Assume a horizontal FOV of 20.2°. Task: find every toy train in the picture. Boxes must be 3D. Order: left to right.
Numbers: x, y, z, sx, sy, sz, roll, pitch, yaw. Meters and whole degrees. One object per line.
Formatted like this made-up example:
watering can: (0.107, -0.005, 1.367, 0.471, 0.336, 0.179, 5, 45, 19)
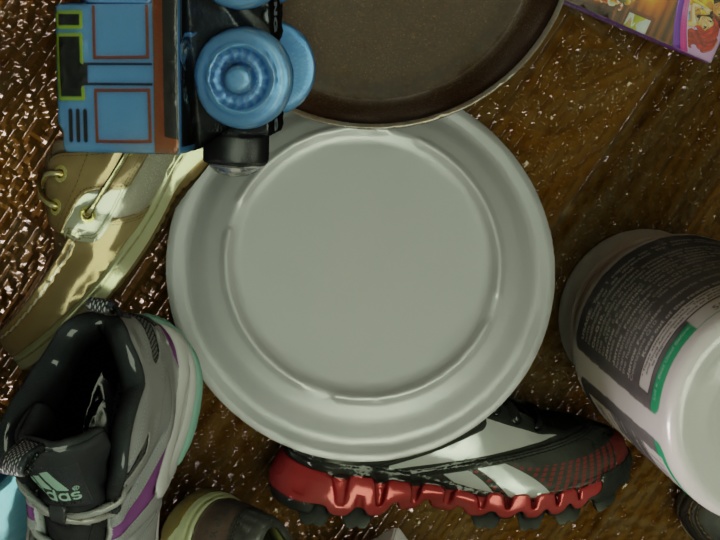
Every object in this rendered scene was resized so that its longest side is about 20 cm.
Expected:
toy train: (-0.082, -0.143, 0.921, 0.114, 0.087, 0.201, 1, 100, 8)

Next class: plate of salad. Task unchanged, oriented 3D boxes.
plate of salad: (0.000, 0.000, 1.038, 0.199, 0.048, 0.201, 1, 77, -4)

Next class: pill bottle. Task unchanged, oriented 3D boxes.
pill bottle: (0.174, 0.045, 1.024, 0.113, 0.200, 0.114, -3, 104, -12)

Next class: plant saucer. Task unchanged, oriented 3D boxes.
plant saucer: (0.006, -0.165, 0.995, 0.199, 0.032, 0.201, 0, 80, 0)

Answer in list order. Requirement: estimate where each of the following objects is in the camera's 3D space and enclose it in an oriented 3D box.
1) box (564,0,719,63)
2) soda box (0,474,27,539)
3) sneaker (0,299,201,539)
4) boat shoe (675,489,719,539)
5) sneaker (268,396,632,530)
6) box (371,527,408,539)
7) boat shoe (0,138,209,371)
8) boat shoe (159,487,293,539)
box: (0.157, -0.225, 1.041, 0.136, 0.039, 0.201, 20, 98, -16)
soda box: (-0.201, 0.158, 1.040, 0.200, 0.064, 0.068, -44, 108, 1)
sneaker: (-0.133, 0.110, 0.916, 0.077, 0.140, 0.201, 5, 79, 12)
boat shoe: (0.272, 0.166, 1.138, 0.199, 0.073, 0.075, 27, 95, -12)
sneaker: (0.053, 0.083, 1.074, 0.199, 0.071, 0.098, 2, 105, -12)
box: (0.011, 0.248, 1.094, 0.144, 0.036, 0.200, -28, 107, 22)
boat shoe: (-0.127, -0.044, 1.009, 0.066, 0.074, 0.200, 37, 83, -14)
boat shoe: (-0.045, 0.205, 1.015, 0.072, 0.066, 0.202, -30, 115, -37)
